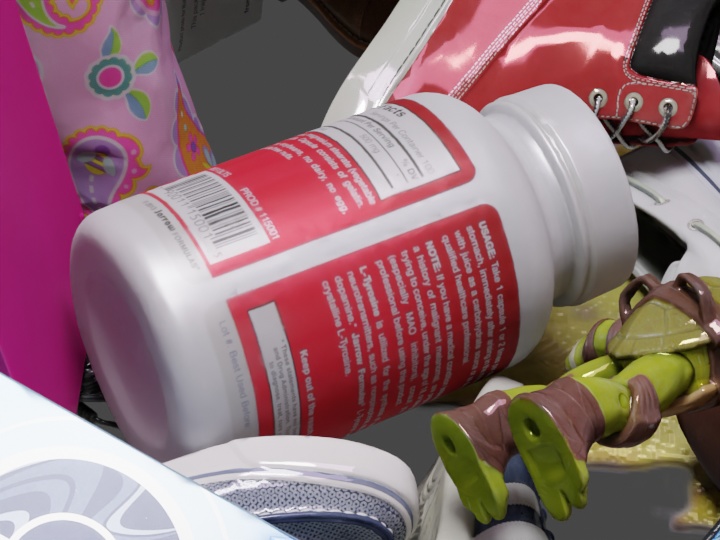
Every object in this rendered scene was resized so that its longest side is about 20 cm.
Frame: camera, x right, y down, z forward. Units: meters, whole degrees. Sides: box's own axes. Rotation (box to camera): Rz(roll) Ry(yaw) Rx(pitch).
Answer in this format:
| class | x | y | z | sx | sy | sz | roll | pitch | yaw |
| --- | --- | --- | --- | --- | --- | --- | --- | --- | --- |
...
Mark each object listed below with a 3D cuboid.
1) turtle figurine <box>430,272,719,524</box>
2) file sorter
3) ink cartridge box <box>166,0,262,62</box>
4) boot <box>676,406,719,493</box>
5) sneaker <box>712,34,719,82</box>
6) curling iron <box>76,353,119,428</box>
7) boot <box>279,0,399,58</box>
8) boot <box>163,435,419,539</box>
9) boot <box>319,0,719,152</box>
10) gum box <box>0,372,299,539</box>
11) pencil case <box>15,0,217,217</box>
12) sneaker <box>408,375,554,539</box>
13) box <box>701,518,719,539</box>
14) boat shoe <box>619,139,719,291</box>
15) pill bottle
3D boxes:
| class | x | y | z | sx | sy | sz | roll | pitch | yaw |
| --- | --- | --- | --- | --- | --- | --- | --- | --- | --- |
| turtle figurine | 0.115 | 0.034 | 0.983 | 0.161 | 0.065 | 0.199 | -23 | 19 | -32 |
| file sorter | -0.185 | -0.023 | 1.036 | 0.124 | 0.201 | 0.139 | -7 | 40 | 8 |
| ink cartridge box | -0.160 | -0.139 | 1.270 | 0.199 | 0.083 | 0.146 | -30 | 53 | -35 |
| boot | 0.126 | 0.112 | 1.008 | 0.199 | 0.069 | 0.189 | -13 | 56 | -40 |
| sneaker | 0.210 | -0.097 | 1.289 | 0.198 | 0.075 | 0.116 | 7 | 60 | -10 |
| curling iron | -0.056 | 0.002 | 1.164 | 0.049 | 0.026 | 0.200 | 22 | 45 | 23 |
| boot | 0.010 | -0.148 | 1.284 | 0.073 | 0.076 | 0.199 | -29 | 43 | -33 |
| boot | -0.075 | 0.120 | 0.993 | 0.198 | 0.073 | 0.091 | -9 | 47 | 5 |
| boot | 0.068 | -0.052 | 1.169 | 0.144 | 0.073 | 0.201 | 24 | 71 | 16 |
| gum box | -0.114 | 0.134 | 0.924 | 0.199 | 0.045 | 0.170 | 27 | 65 | 9 |
| pencil case | -0.115 | -0.099 | 1.138 | 0.087 | 0.201 | 0.088 | -10 | 32 | 7 |
| sneaker | 0.054 | 0.120 | 1.018 | 0.084 | 0.075 | 0.201 | 25 | 38 | -5 |
| box | 0.160 | 0.177 | 0.891 | 0.201 | 0.046 | 0.159 | 54 | 49 | -5 |
| boat shoe | 0.151 | 0.014 | 1.151 | 0.066 | 0.074 | 0.200 | -16 | 34 | -15 |
| pill bottle | 0.000 | 0.000 | 1.071 | 0.199 | 0.113 | 0.112 | -21 | 47 | -21 |
